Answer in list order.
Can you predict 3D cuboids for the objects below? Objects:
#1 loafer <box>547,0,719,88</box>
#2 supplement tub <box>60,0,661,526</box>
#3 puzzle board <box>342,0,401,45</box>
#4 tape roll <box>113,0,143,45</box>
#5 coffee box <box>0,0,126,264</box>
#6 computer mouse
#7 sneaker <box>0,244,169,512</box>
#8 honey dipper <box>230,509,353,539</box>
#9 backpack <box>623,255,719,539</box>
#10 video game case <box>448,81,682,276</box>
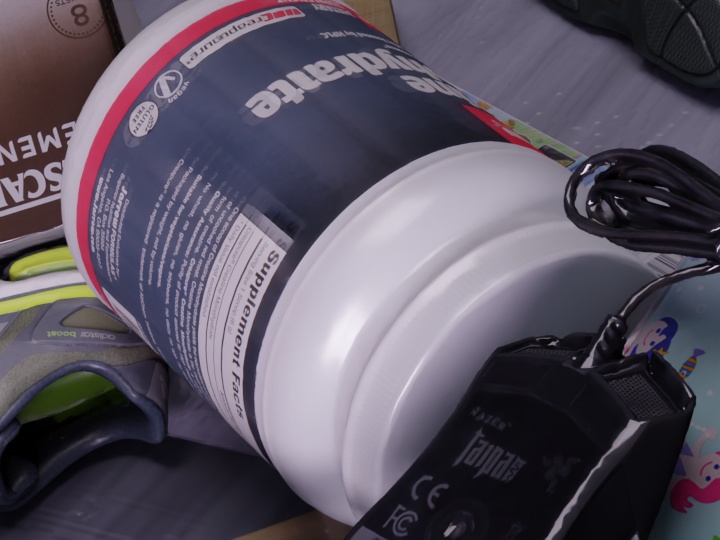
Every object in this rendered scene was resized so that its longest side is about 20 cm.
[{"bbox_3d":[0.124,-0.139,1.210,0.063,0.072,0.200,-9,37,-31],"label":"loafer"},{"bbox_3d":[0.000,0.000,0.952,0.140,0.141,0.200,-29,43,-21],"label":"supplement tub"},{"bbox_3d":[-0.052,-0.060,1.165,0.150,0.017,0.200,-17,28,4],"label":"puzzle board"},{"bbox_3d":[-0.193,-0.089,1.205,0.202,0.071,0.203,-13,30,8],"label":"tape roll"},{"bbox_3d":[-0.183,-0.048,1.062,0.199,0.115,0.080,-16,-4,0],"label":"coffee box"},{"bbox_3d":[0.074,0.064,0.753,0.140,0.046,0.200,17,68,45],"label":"computer mouse"},{"bbox_3d":[-0.161,0.054,1.022,0.199,0.074,0.081,-21,41,-7],"label":"sneaker"},{"bbox_3d":[-0.087,0.111,0.948,0.199,0.038,0.038,-20,36,-12],"label":"honey dipper"},{"bbox_3d":[0.158,0.078,0.818,0.200,0.151,0.178,29,76,33],"label":"backpack"},{"bbox_3d":[0.037,-0.006,1.085,0.143,0.018,0.200,-32,40,-24],"label":"video game case"}]
